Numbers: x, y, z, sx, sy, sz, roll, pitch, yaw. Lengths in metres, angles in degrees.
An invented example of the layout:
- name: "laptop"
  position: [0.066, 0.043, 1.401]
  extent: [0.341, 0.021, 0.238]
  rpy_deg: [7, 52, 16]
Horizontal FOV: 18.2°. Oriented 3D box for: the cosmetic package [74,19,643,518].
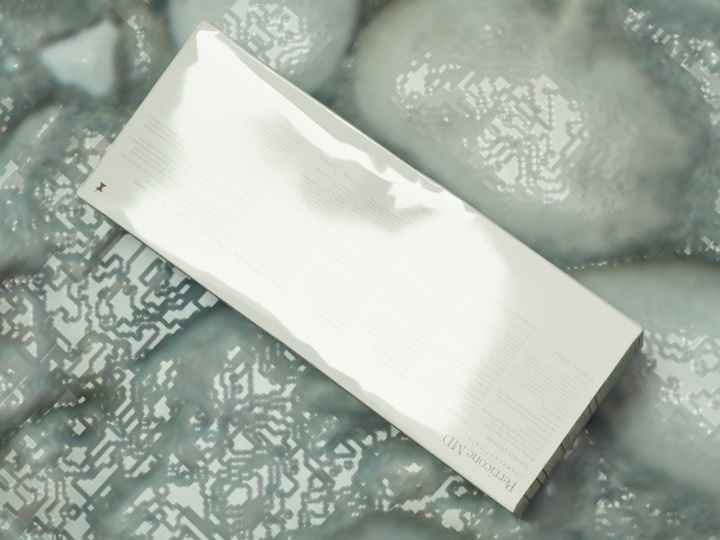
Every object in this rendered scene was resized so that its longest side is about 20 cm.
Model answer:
- name: "cosmetic package"
  position: [0.000, 0.000, 0.830]
  extent: [0.200, 0.051, 0.083]
  rpy_deg: [36, 85, 11]
